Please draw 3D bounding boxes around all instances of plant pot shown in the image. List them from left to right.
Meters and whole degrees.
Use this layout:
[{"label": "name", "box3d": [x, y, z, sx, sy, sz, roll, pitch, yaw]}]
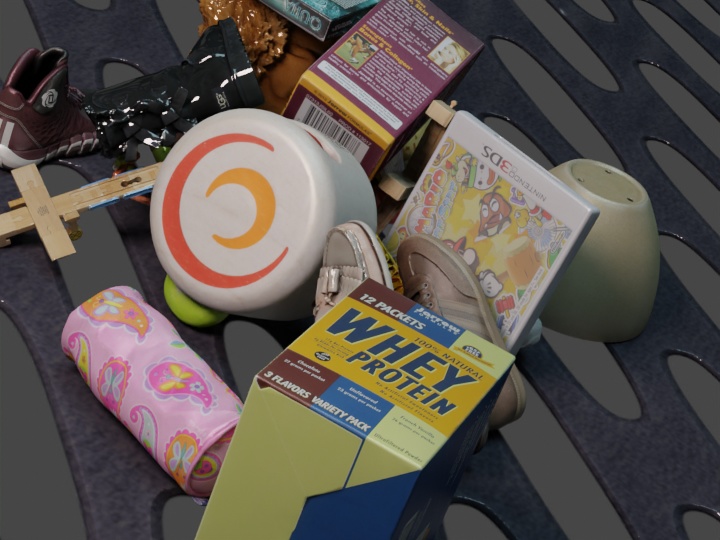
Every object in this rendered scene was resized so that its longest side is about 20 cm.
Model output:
[{"label": "plant pot", "box3d": [0.235, -0.037, 1.873, 0.200, 0.135, 0.201, 16, 29, -9]}]

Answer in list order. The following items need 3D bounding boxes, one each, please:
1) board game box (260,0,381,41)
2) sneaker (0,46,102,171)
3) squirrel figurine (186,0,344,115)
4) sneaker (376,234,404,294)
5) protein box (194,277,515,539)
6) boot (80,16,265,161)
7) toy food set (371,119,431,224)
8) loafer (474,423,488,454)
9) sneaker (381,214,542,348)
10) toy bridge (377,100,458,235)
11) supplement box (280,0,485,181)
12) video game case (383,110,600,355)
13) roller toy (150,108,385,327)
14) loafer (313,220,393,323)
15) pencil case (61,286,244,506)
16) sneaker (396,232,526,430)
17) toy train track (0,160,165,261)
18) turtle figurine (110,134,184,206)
[{"label": "board game box", "box3d": [-0.077, -0.310, 1.838, 0.200, 0.028, 0.135, 35, 34, 17]}, {"label": "sneaker", "box3d": [-0.294, -0.176, 1.775, 0.076, 0.116, 0.200, 29, 30, 15]}, {"label": "squirrel figurine", "box3d": [-0.090, -0.235, 1.884, 0.141, 0.187, 0.200, 40, 2, 37]}, {"label": "sneaker", "box3d": [0.000, 0.000, 1.693, 0.200, 0.077, 0.073, 42, 47, 14]}, {"label": "protein box", "box3d": [-0.007, 0.148, 1.320, 0.135, 0.199, 0.200, 28, 29, 12]}, {"label": "boot", "box3d": [-0.181, -0.173, 1.705, 0.162, 0.074, 0.198, -20, 23, -1]}, {"label": "toy food set", "box3d": [0.021, -0.152, 1.897, 0.048, 0.200, 0.199, -5, 58, 22]}, {"label": "loafer", "box3d": [0.032, 0.103, 1.575, 0.071, 0.073, 0.200, -20, 43, -37]}, {"label": "sneaker", "box3d": [0.102, 0.000, 1.752, 0.200, 0.100, 0.078, 35, 28, 23]}, {"label": "toy bridge", "box3d": [0.038, -0.085, 1.763, 0.027, 0.200, 0.067, 37, 13, 10]}, {"label": "supplement box", "box3d": [0.021, -0.184, 1.766, 0.110, 0.086, 0.200, 39, 49, 4]}, {"label": "video game case", "box3d": [0.111, -0.022, 1.695, 0.182, 0.200, 0.023, 40, 21, 31]}, {"label": "roller toy", "box3d": [-0.082, -0.048, 1.608, 0.199, 0.183, 0.140, -11, -10, 22]}, {"label": "loafer", "box3d": [-0.009, 0.060, 1.498, 0.063, 0.201, 0.072, -10, 5, -36]}, {"label": "pencil case", "box3d": [-0.158, 0.098, 1.434, 0.087, 0.088, 0.200, -11, 43, -45]}, {"label": "sneaker", "box3d": [0.078, 0.055, 1.622, 0.075, 0.070, 0.200, -16, 68, -40]}, {"label": "toy train track", "box3d": [-0.250, -0.059, 1.638, 0.199, 0.033, 0.115, -20, 56, -15]}, {"label": "turtle figurine", "box3d": [-0.170, -0.088, 1.760, 0.199, 0.064, 0.162, 16, 42, -31]}]
